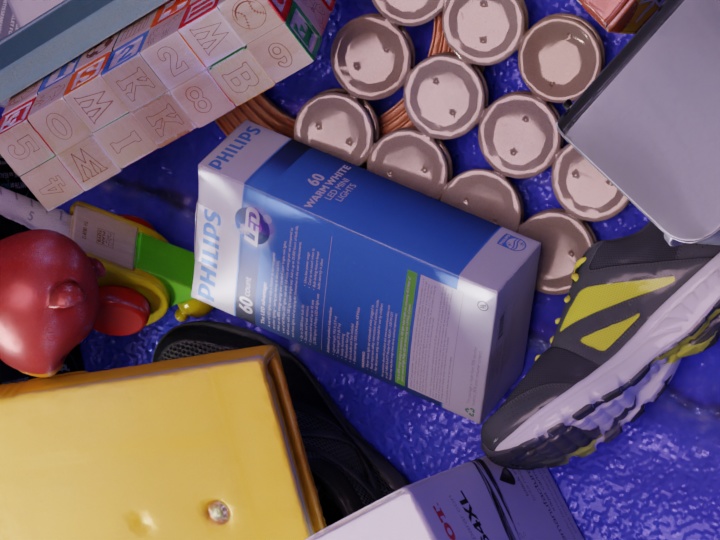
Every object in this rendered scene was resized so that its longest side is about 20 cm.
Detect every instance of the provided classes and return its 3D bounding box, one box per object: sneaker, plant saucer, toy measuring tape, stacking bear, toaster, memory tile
[{"bbox_3d":[0.141,0.033,1.625,0.200,0.075,0.085,-39,66,-2],"label":"sneaker"},{"bbox_3d":[-0.149,-0.157,1.687,0.199,0.070,0.019,-29,113,23],"label":"plant saucer"},{"bbox_3d":[-0.179,-0.009,1.726,0.199,0.074,0.074,21,106,-24],"label":"toy measuring tape"},{"bbox_3d":[-0.244,0.025,1.619,0.199,0.121,0.114,-8,98,9],"label":"stacking bear"},{"bbox_3d":[0.230,-0.103,1.518,0.200,0.181,0.119,-48,67,20],"label":"toaster"},{"bbox_3d":[0.072,-0.090,1.662,0.199,0.017,0.154,29,107,10],"label":"memory tile"},{"bbox_3d":[-0.058,0.103,1.698,0.199,0.114,0.076,45,107,16],"label":"sneaker"}]

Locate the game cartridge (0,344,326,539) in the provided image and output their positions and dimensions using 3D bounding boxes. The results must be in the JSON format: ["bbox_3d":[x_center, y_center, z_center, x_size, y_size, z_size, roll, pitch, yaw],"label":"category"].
[{"bbox_3d":[-0.120,0.138,1.637,0.199,0.032,0.177,-8,108,21],"label":"game cartridge"}]

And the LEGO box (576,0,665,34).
[{"bbox_3d":[0.157,-0.256,1.597,0.149,0.077,0.200,44,108,14],"label":"LEGO box"}]

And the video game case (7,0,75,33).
[{"bbox_3d":[-0.169,-0.271,1.727,0.181,0.022,0.201,-27,83,22],"label":"video game case"}]

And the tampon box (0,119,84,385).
[{"bbox_3d":[-0.268,0.019,1.758,0.126,0.150,0.201,-13,89,21],"label":"tampon box"}]

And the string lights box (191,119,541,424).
[{"bbox_3d":[0.000,0.000,1.672,0.199,0.059,0.103,24,133,20],"label":"string lights box"}]

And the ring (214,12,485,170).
[{"bbox_3d":[-0.014,-0.151,1.710,0.199,0.019,0.202,2,94,23],"label":"ring"}]

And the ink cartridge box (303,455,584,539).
[{"bbox_3d":[0.063,0.188,1.605,0.084,0.200,0.147,-30,83,22],"label":"ink cartridge box"}]

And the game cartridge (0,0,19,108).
[{"bbox_3d":[-0.184,-0.193,1.769,0.133,0.042,0.201,17,100,16],"label":"game cartridge"}]

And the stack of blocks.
[{"bbox_3d":[-0.112,-0.127,1.675,0.199,0.115,0.059,-28,114,25],"label":"stack of blocks"}]
